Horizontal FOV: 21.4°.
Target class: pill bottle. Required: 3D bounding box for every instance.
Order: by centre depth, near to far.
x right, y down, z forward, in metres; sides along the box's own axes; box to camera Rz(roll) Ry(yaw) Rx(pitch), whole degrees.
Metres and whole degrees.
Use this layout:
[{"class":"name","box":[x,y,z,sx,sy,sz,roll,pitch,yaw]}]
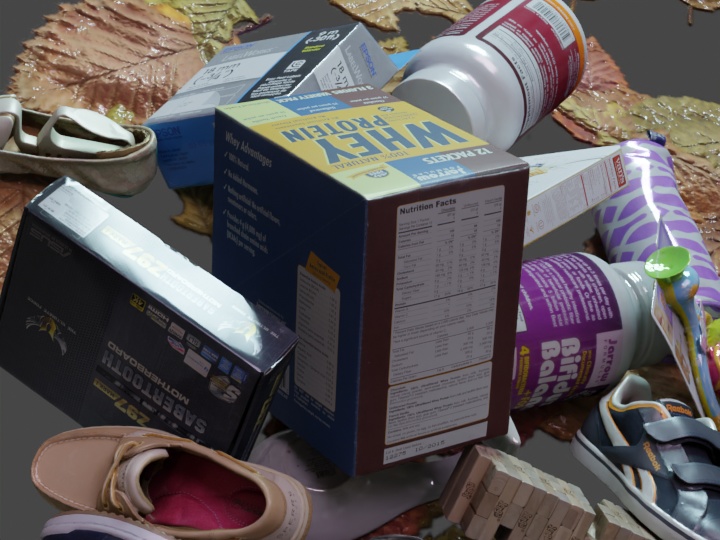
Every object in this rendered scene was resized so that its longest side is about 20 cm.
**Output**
[{"class":"pill bottle","box":[0.138,0.046,1.452,0.199,0.113,0.113,-9,53,-29]},{"class":"pill bottle","box":[0.105,-0.159,1.621,0.113,0.113,0.200,36,40,12]}]

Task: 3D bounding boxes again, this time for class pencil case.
[{"class":"pencil case","box":[0.248,-0.017,1.586,0.085,0.084,0.201,22,40,-35]}]

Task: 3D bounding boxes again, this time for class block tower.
[{"class":"block tower","box":[0.155,0.187,1.333,0.199,0.058,0.054,24,11,-14]}]

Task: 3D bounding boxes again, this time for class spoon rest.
[{"class":"spoon rest","box":[0.013,0.144,1.357,0.198,0.061,0.100,-10,51,-14]}]

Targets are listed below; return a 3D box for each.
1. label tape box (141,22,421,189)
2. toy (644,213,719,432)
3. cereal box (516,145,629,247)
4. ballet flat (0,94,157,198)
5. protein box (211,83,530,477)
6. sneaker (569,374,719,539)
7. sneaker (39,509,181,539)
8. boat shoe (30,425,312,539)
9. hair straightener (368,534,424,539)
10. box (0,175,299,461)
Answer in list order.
[{"class":"label tape box","box":[-0.062,-0.148,1.530,0.143,0.064,0.200,-5,30,35]},{"class":"toy","box":[0.272,0.062,1.448,0.201,0.047,0.116,57,29,-32]},{"class":"cereal box","box":[0.101,-0.048,1.505,0.200,0.143,0.040,-29,109,-46]},{"class":"ballet flat","box":[-0.252,-0.107,1.466,0.198,0.063,0.068,9,45,-15]},{"class":"protein box","box":[0.000,0.000,1.327,0.134,0.202,0.198,-12,27,-32]},{"class":"sneaker","box":[0.227,0.143,1.368,0.078,0.080,0.200,21,13,-38]},{"class":"sneaker","box":[-0.128,0.230,1.196,0.199,0.070,0.109,20,57,11]},{"class":"boat shoe","box":[-0.131,0.136,1.234,0.198,0.069,0.074,7,76,19]},{"class":"hair straightener","box":[-0.009,0.240,1.178,0.041,0.077,0.200,19,56,23]},{"class":"box","box":[-0.151,0.052,1.290,0.199,0.158,0.051,35,45,10]}]
